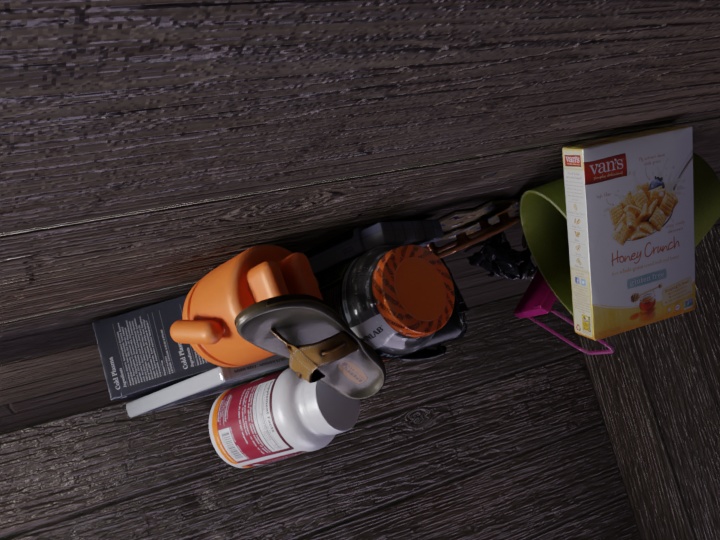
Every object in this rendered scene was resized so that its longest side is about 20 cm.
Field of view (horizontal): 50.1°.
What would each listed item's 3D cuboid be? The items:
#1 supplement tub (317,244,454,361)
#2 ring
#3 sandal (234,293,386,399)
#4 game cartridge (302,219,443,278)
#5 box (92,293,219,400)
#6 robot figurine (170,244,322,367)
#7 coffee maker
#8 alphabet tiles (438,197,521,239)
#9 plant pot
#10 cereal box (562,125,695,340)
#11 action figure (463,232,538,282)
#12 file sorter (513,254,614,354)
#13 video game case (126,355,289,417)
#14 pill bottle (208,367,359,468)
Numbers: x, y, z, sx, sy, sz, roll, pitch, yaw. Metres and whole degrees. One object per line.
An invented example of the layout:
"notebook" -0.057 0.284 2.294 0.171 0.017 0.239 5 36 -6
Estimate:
"supplement tub" 0.010 0.045 0.883 0.122 0.124 0.200 -11 171 -34
"ring" 0.109 -0.033 0.987 0.199 0.019 0.200 -23 -178 1
"sandal" -0.040 0.088 0.768 0.081 0.055 0.200 -33 132 15
"game cartridge" -0.011 -0.019 0.958 0.199 0.039 0.129 -22 166 38
"box" -0.242 0.102 1.061 0.180 0.105 0.200 -17 172 -5
"robot figurine" -0.124 0.042 0.847 0.116 0.145 0.199 38 145 -21
"coffee maker" 0.034 0.059 1.059 0.198 0.136 0.192 -20 161 -1
"alphabet tiles" 0.162 -0.069 1.057 0.199 0.006 0.166 -9 169 -41
"plant pot" 0.327 -0.057 0.931 0.199 0.188 0.187 -28 173 -6
"cereal box" 0.285 -0.041 0.807 0.143 0.202 0.039 -14 -164 -20
"action figure" 0.247 -0.028 1.204 0.199 0.103 0.118 24 157 -35
"file sorter" 0.332 0.004 1.085 0.201 0.125 0.139 -59 179 -7
"video game case" -0.184 0.148 1.037 0.199 0.024 0.181 -24 171 35
"pill bottle" -0.101 0.192 1.028 0.199 0.114 0.113 -23 170 36
